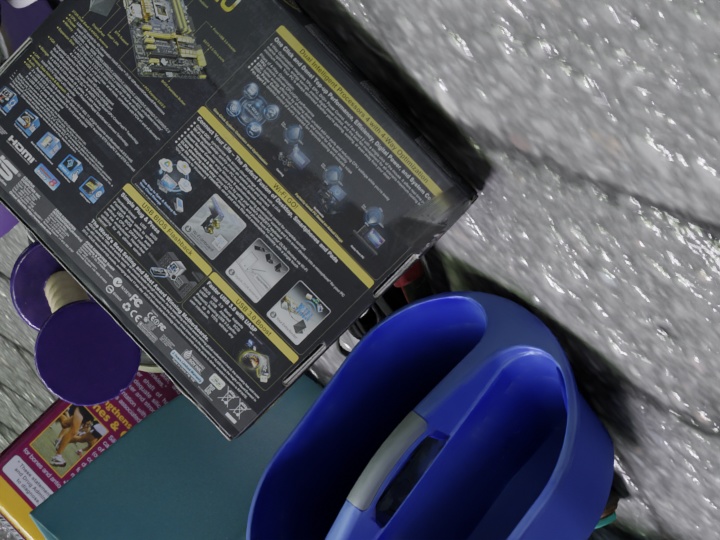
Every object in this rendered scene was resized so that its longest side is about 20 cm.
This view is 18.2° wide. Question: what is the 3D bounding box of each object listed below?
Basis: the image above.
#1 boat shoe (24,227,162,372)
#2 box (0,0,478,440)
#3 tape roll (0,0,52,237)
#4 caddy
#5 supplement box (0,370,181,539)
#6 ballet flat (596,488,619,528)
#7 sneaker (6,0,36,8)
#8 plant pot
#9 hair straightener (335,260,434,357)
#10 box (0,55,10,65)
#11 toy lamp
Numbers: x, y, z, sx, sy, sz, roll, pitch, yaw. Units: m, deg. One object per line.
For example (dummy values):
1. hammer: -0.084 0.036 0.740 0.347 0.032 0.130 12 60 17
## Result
1. boat shoe: -0.181 0.005 1.607 0.200 0.073 0.063 38 166 41
2. box: -0.070 -0.049 1.040 0.200 0.161 0.049 45 -169 0
3. tape roll: -0.276 -0.106 1.351 0.200 0.200 0.085 45 163 3
4. caddy: 0.033 0.108 1.118 0.141 0.201 0.105 35 178 36
5. supplement box: -0.172 0.134 1.655 0.131 0.200 0.103 47 166 -4
6. ballet flat: 0.056 0.116 1.255 0.199 0.068 0.069 -12 91 45
7. sneaker: -0.184 -0.188 1.152 0.082 0.074 0.200 48 164 -23
8. plant pot: -0.088 0.167 1.525 0.141 0.200 0.142 35 160 34
9. hair straightener: 0.000 0.000 1.175 0.076 0.041 0.200 1 152 20
10. box: -0.118 -0.079 1.186 0.122 0.106 0.200 50 163 -15
11. toy lamp: -0.150 0.019 1.156 0.058 0.058 0.200 50 178 -15
